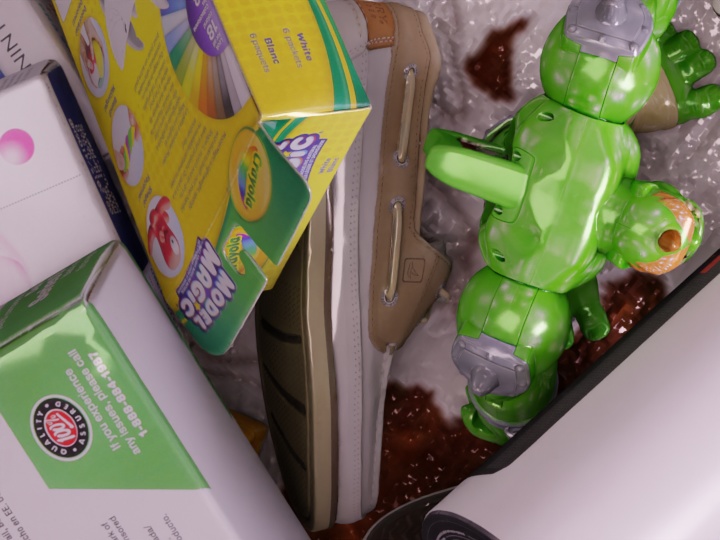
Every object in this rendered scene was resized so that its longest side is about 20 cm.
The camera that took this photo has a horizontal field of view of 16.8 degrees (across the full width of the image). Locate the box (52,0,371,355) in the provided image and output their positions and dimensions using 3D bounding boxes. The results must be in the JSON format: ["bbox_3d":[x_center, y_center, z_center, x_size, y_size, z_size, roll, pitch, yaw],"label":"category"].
[{"bbox_3d":[-0.057,-0.081,0.850,0.048,0.118,0.201,-7,62,-26],"label":"box"}]

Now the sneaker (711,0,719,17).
[{"bbox_3d":[0.202,-0.050,0.864,0.080,0.074,0.201,-36,84,28],"label":"sneaker"}]

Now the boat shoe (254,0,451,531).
[{"bbox_3d":[0.000,0.000,0.899,0.068,0.075,0.202,-8,111,-19],"label":"boat shoe"}]

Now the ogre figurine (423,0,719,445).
[{"bbox_3d":[0.071,-0.028,0.860,0.098,0.120,0.200,38,103,4],"label":"ogre figurine"}]

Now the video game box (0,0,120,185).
[{"bbox_3d":[-0.208,-0.062,0.940,0.200,0.047,0.183,-36,79,10],"label":"video game box"}]

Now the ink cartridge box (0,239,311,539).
[{"bbox_3d":[-0.134,0.105,0.843,0.199,0.084,0.147,-29,103,10],"label":"ink cartridge box"}]

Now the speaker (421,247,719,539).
[{"bbox_3d":[0.118,0.051,0.831,0.200,0.081,0.081,-40,87,-21],"label":"speaker"}]

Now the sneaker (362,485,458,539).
[{"bbox_3d":[0.101,0.103,0.908,0.198,0.073,0.085,-15,136,2],"label":"sneaker"}]

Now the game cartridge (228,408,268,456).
[{"bbox_3d":[-0.155,0.108,0.962,0.199,0.032,0.178,20,97,11],"label":"game cartridge"}]

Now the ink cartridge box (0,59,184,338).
[{"bbox_3d":[-0.161,0.052,0.896,0.199,0.043,0.197,-23,101,7],"label":"ink cartridge box"}]
